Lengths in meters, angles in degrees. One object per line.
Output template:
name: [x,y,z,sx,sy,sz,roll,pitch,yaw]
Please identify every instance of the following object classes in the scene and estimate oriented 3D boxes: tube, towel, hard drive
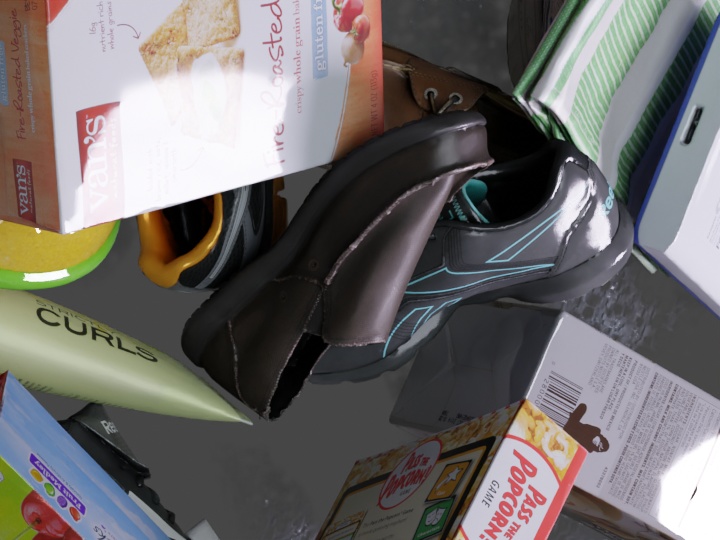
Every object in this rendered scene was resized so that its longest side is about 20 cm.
tube: [-0.150,0.035,1.208,0.200,0.052,0.058,19,48,-25]
towel: [0.154,-0.101,1.298,0.153,0.023,0.200,-61,144,-11]
hard drive: [0.206,-0.047,1.353,0.200,0.025,0.132,33,78,-62]

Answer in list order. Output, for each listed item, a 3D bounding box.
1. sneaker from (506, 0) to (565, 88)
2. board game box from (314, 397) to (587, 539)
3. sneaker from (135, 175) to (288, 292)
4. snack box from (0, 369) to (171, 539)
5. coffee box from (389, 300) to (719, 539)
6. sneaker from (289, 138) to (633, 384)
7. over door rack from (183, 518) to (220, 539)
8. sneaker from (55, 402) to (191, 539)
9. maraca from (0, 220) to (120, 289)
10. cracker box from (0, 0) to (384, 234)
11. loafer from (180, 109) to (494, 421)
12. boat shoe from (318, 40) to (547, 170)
sneaker: [0.121,-0.180,1.318,0.077,0.085,0.201,-14,102,-27]
board game box: [0.011,0.165,1.208,0.046,0.151,0.200,40,57,-17]
sneaker: [-0.079,-0.083,1.211,0.077,0.078,0.201,-25,110,-59]
snack box: [-0.182,0.168,1.144,0.200,0.068,0.169,-35,112,19]
coffee box: [0.133,0.092,1.341,0.200,0.114,0.080,29,80,-29]
sneaker: [0.033,-0.010,1.260,0.200,0.076,0.079,-23,138,7]
over door rack: [-0.085,0.245,1.275,0.148,0.067,0.200,-37,98,-20]
sneaker: [-0.124,0.112,1.211,0.200,0.066,0.091,25,74,-7]
maraca: [-0.191,-0.059,1.142,0.200,0.107,0.137,17,50,-37]
cracker box: [-0.076,-0.103,1.120,0.200,0.058,0.134,-18,113,-42]
loafer: [0.000,0.000,1.200,0.073,0.200,0.071,-15,66,-54]
boat shoe: [0.038,-0.076,1.294,0.200,0.068,0.072,11,91,-29]
